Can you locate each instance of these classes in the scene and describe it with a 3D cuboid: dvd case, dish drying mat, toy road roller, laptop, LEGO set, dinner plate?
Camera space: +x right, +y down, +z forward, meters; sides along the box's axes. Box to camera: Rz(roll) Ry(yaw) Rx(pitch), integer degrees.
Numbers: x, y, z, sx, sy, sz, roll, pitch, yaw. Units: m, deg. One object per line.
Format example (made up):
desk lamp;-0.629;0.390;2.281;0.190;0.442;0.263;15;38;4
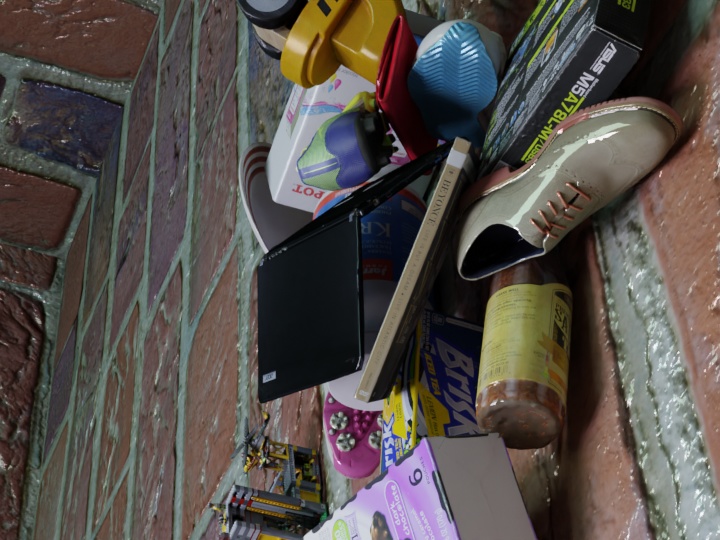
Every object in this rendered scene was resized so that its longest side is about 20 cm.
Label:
dvd case;0.046;0.003;1.224;0.149;0.016;0.201;24;-93;-82
dish drying mat;0.042;-0.145;1.391;0.200;0.018;0.077;49;-127;-71
toy road roller;-0.004;-0.246;1.401;0.200;0.146;0.123;-56;-10;-6
laptop;0.000;0.000;1.333;0.200;0.103;0.177;-36;7;-32
LEGO set;-0.110;0.254;1.640;0.200;0.116;0.154;-93;25;-46
dinner plate;-0.062;-0.036;1.616;0.024;0.200;0.201;-32;37;23

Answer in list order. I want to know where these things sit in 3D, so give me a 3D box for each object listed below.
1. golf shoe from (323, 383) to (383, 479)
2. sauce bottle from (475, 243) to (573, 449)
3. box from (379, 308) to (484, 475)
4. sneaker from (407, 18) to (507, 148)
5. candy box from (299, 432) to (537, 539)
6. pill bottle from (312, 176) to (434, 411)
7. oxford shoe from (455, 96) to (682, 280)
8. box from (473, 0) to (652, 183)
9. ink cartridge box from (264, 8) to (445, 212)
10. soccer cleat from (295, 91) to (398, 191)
golf shoe;-0.001;0.116;1.518;0.092;0.075;0.200;102;173;-51
sauce bottle;0.122;0.034;1.177;0.066;0.066;0.200;125;162;-48
box;0.058;0.134;1.292;0.064;0.070;0.201;132;148;-52
sneaker;0.085;-0.171;1.364;0.200;0.076;0.081;78;-155;-75
candy box;0.042;0.232;1.131;0.200;0.071;0.168;-45;54;44
pill bottle;0.011;0.022;1.463;0.112;0.112;0.200;122;155;-43
oxford shoe;0.143;-0.050;1.130;0.200;0.071;0.074;-36;28;43
box;0.155;-0.164;1.210;0.200;0.047;0.193;-57;9;46
ink cartridge box;0.009;-0.147;1.552;0.085;0.144;0.200;-109;38;-60
soccer cleat;-0.015;-0.108;1.373;0.200;0.083;0.065;-72;-38;-78
